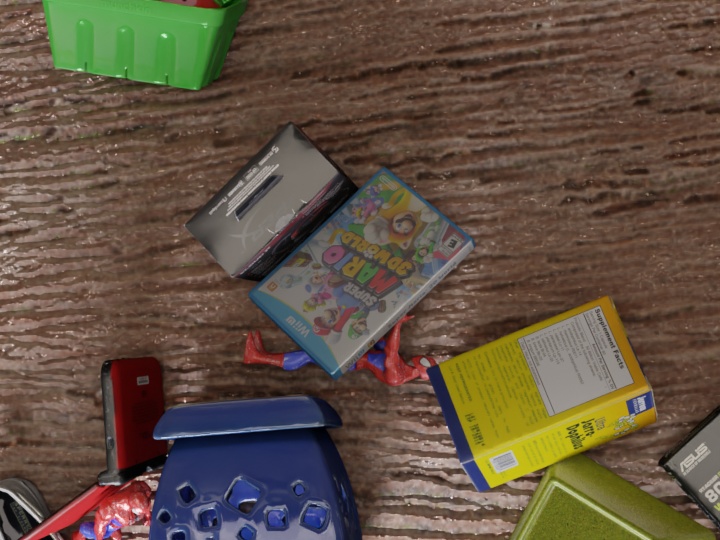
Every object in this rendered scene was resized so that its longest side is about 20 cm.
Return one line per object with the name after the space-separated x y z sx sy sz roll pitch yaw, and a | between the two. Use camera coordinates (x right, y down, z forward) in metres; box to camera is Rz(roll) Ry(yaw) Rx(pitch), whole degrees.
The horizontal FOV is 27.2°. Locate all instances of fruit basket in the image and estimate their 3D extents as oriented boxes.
-0.221 -0.305 1.558 0.215 0.156 0.216 2 106 8 | fruit basket

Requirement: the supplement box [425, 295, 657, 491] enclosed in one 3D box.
0.183 0.126 1.495 0.199 0.110 0.109 -22 63 5 | supplement box

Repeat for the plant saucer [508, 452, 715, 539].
0.220 0.299 1.481 0.199 0.048 0.200 29 91 38 | plant saucer

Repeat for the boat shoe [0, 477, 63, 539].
-0.337 0.312 1.577 0.074 0.065 0.200 -38 85 3 | boat shoe

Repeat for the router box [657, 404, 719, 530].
0.426 0.184 1.506 0.200 0.062 0.150 -43 83 3 | router box

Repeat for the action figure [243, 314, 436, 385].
-0.014 0.066 1.553 0.199 0.065 0.099 10 93 7 | action figure

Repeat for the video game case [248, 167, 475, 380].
0.000 0.000 1.530 0.200 0.018 0.143 -43 58 -8 | video game case

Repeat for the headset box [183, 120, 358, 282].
-0.087 -0.066 1.498 0.149 0.200 0.075 -44 85 3 | headset box

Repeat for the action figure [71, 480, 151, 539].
-0.244 0.253 1.505 0.065 0.200 0.052 -26 79 -28 | action figure

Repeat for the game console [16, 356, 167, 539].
-0.273 0.178 1.507 0.118 0.200 0.173 -5 88 4 | game console

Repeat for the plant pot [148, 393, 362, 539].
-0.104 0.219 1.496 0.199 0.200 0.180 -5 82 5 | plant pot
